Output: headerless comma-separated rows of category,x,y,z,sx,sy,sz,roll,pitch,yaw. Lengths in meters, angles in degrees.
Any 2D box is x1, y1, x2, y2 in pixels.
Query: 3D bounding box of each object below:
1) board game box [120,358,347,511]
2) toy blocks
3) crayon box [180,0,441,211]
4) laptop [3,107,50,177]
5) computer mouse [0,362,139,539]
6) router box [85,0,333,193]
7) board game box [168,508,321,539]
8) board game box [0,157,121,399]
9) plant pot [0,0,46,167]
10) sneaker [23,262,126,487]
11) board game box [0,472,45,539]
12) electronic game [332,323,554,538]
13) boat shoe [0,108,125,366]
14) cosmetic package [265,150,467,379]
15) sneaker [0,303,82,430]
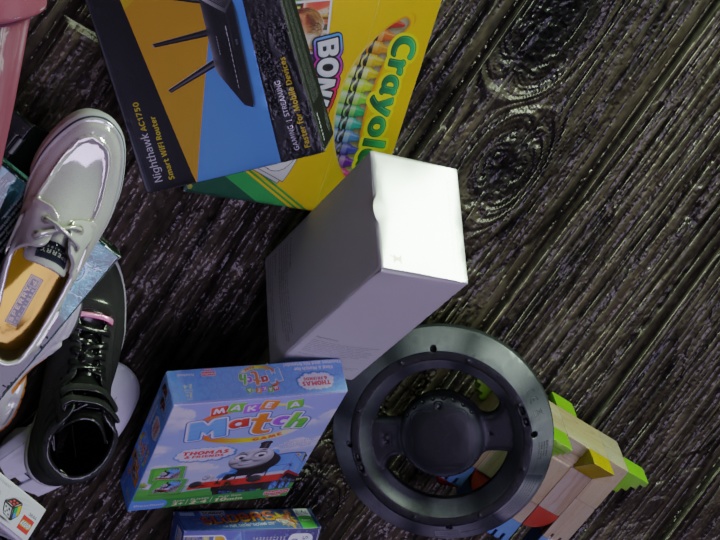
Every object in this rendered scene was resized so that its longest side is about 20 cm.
board game box,-0.110,0.140,1.668,0.150,0.037,0.200,-3,149,-21
toy blocks,0.145,0.187,1.834,0.199,0.100,0.137,32,110,-21
crayon box,-0.046,-0.152,1.588,0.171,0.058,0.202,8,113,-26
laptop,-0.323,-0.063,1.548,0.200,0.116,0.188,40,97,-4
computer mouse,-0.265,0.155,1.665,0.200,0.044,0.110,-43,123,3
router box,-0.118,-0.173,1.493,0.148,0.051,0.202,-13,107,13
board game box,-0.120,0.313,1.813,0.134,0.034,0.202,2,115,-25
board game box,-0.295,0.022,1.498,0.135,0.028,0.200,39,95,-23
plant pot,-0.317,-0.147,1.379,0.198,0.200,0.181,-5,108,-20
sneaker,-0.218,0.082,1.588,0.070,0.099,0.202,13,88,-23
board game box,-0.346,0.149,1.541,0.126,0.199,0.035,47,66,-34
electronic game,0.073,0.144,1.762,0.198,0.042,0.202,2,106,8
boat shoe,-0.226,-0.021,1.448,0.070,0.070,0.201,26,100,-21
cosmetic package,0.000,0.000,1.600,0.084,0.109,0.200,11,152,-27
sneaker,-0.291,0.050,1.552,0.092,0.076,0.201,4,123,-49
